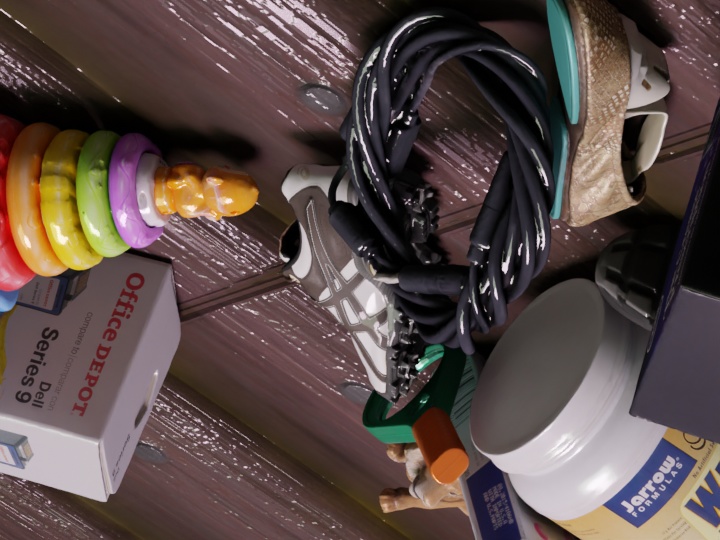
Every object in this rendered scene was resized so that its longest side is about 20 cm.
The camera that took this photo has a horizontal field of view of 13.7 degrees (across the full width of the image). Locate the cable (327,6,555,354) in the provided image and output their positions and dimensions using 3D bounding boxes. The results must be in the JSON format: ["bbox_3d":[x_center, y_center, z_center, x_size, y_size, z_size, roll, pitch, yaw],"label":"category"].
[{"bbox_3d":[0.046,-0.049,1.637,0.051,0.164,0.200,-9,151,-33],"label":"cable"}]

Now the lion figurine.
[{"bbox_3d":[0.091,0.158,2.034,0.122,0.073,0.200,-9,150,46],"label":"lion figurine"}]

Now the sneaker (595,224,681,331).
[{"bbox_3d":[0.228,0.036,1.730,0.199,0.076,0.079,18,154,4],"label":"sneaker"}]

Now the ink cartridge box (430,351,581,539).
[{"bbox_3d":[0.137,0.165,1.904,0.043,0.197,0.200,-41,123,18],"label":"ink cartridge box"}]

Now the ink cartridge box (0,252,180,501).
[{"bbox_3d":[-0.234,0.050,1.970,0.199,0.146,0.088,16,150,9],"label":"ink cartridge box"}]

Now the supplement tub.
[{"bbox_3d":[0.178,0.107,1.810,0.200,0.145,0.144,33,149,-24],"label":"supplement tub"}]

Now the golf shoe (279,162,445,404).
[{"bbox_3d":[0.000,0.000,1.824,0.094,0.078,0.201,17,143,19],"label":"golf shoe"}]

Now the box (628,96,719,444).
[{"bbox_3d":[0.204,-0.031,1.497,0.078,0.201,0.141,16,150,5],"label":"box"}]

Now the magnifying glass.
[{"bbox_3d":[0.041,0.090,1.855,0.022,0.080,0.200,43,-174,-14],"label":"magnifying glass"}]

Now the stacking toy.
[{"bbox_3d":[-0.156,-0.046,1.822,0.199,0.110,0.116,-4,160,18],"label":"stacking toy"}]

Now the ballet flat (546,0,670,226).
[{"bbox_3d":[0.132,-0.094,1.596,0.065,0.071,0.200,-9,152,-3],"label":"ballet flat"}]
